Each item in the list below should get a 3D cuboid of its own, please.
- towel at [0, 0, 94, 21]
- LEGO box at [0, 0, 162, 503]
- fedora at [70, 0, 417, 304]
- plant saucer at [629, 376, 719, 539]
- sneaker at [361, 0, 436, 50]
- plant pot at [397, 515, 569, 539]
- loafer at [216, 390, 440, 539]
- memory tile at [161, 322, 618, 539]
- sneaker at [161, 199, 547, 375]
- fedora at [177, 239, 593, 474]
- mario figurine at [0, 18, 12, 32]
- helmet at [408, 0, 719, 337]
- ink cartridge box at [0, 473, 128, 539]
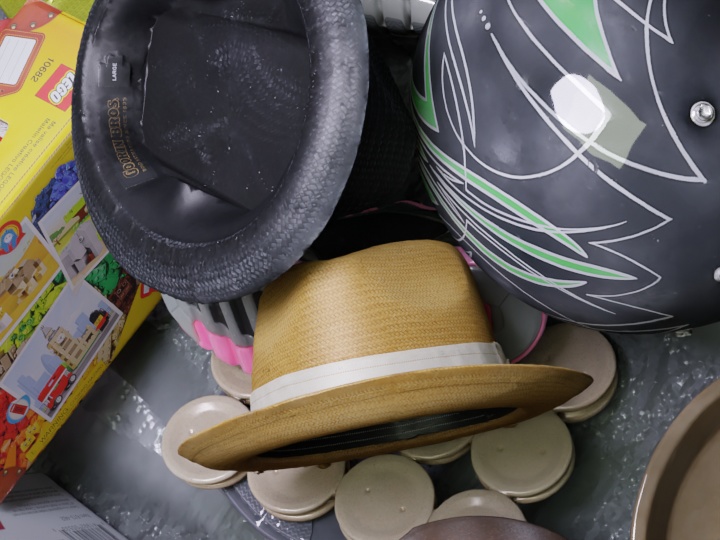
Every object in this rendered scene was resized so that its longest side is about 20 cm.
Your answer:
[{"bbox_3d":[-0.163,-0.163,1.209,0.086,0.018,0.200,-42,72,14],"label":"towel"},{"bbox_3d":[-0.172,-0.008,1.088,0.077,0.149,0.200,27,72,30],"label":"LEGO box"},{"bbox_3d":[-0.041,-0.074,0.975,0.200,0.091,0.202,-10,76,45],"label":"fedora"},{"bbox_3d":[0.222,0.131,0.995,0.199,0.029,0.201,-1,78,4],"label":"plant saucer"},{"bbox_3d":[0.014,-0.175,1.117,0.199,0.075,0.116,9,84,12],"label":"sneaker"},{"bbox_3d":[0.059,0.219,0.938,0.199,0.198,0.201,-2,113,-4],"label":"plant pot"},{"bbox_3d":[-0.001,0.130,1.095,0.200,0.063,0.072,32,69,28],"label":"loafer"},{"bbox_3d":[0.014,0.067,1.083,0.199,0.017,0.154,18,64,24],"label":"memory tile"},{"bbox_3d":[0.000,0.000,1.089,0.199,0.096,0.079,3,126,14],"label":"sneaker"},{"bbox_3d":[0.006,0.036,0.971,0.200,0.200,0.082,-15,80,20],"label":"fedora"},{"bbox_3d":[-0.254,-0.107,1.181,0.200,0.123,0.106,22,90,31],"label":"mario figurine"},{"bbox_3d":[0.117,-0.069,0.974,0.200,0.200,0.191,32,54,21],"label":"helmet"},{"bbox_3d":[-0.145,0.193,1.099,0.200,0.146,0.083,35,102,21],"label":"ink cartridge box"}]
